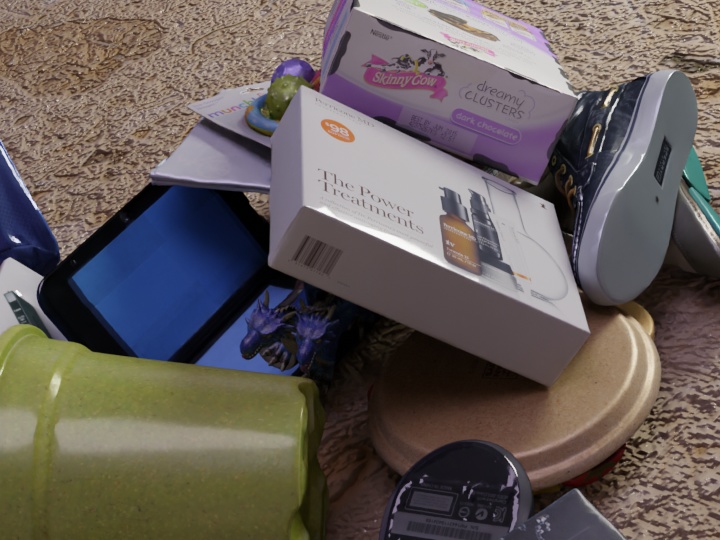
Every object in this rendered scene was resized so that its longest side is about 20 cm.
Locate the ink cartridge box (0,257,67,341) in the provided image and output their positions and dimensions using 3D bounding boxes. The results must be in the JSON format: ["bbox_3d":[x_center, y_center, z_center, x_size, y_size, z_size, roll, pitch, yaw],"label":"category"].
[{"bbox_3d":[-0.283,0.061,1.070,0.044,0.173,0.201,-46,21,30],"label":"ink cartridge box"}]

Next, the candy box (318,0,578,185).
[{"bbox_3d":[0.058,-0.152,1.086,0.166,0.072,0.200,21,21,-8],"label":"candy box"}]

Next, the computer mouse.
[{"bbox_3d":[0.039,0.189,0.831,0.137,0.053,0.201,8,55,30],"label":"computer mouse"}]

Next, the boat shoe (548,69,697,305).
[{"bbox_3d":[0.165,-0.053,1.024,0.090,0.071,0.201,-8,42,40],"label":"boat shoe"}]

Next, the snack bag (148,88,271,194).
[{"bbox_3d":[-0.042,-0.103,1.144,0.198,0.022,0.189,6,29,12],"label":"snack bag"}]

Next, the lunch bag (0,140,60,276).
[{"bbox_3d":[-0.342,-0.039,1.217,0.132,0.201,0.136,-29,-3,-20],"label":"lunch bag"}]

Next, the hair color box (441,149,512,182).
[{"bbox_3d":[0.041,-0.086,1.212,0.199,0.061,0.100,17,47,40],"label":"hair color box"}]

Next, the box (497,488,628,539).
[{"bbox_3d":[0.083,0.238,0.651,0.196,0.118,0.200,-30,44,-16],"label":"box"}]

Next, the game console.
[{"bbox_3d":[-0.099,0.015,1.083,0.170,0.119,0.200,10,43,36],"label":"game console"}]

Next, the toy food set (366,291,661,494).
[{"bbox_3d":[0.096,0.079,0.962,0.196,0.049,0.201,-11,35,12],"label":"toy food set"}]

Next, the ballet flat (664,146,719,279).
[{"bbox_3d":[0.227,-0.038,1.068,0.064,0.067,0.201,-39,28,19],"label":"ballet flat"}]

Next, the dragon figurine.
[{"bbox_3d":[-0.013,0.009,0.952,0.059,0.100,0.200,32,50,8],"label":"dragon figurine"}]

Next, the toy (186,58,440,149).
[{"bbox_3d":[-0.029,-0.126,1.114,0.115,0.048,0.199,-21,36,-35],"label":"toy"}]

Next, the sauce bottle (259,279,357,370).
[{"bbox_3d":[0.000,0.000,1.064,0.066,0.066,0.200,10,37,35],"label":"sauce bottle"}]

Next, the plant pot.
[{"bbox_3d":[-0.115,0.131,0.884,0.182,0.202,0.201,-1,35,5],"label":"plant pot"}]

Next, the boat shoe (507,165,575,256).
[{"bbox_3d":[0.133,-0.044,1.108,0.072,0.065,0.201,32,65,6],"label":"boat shoe"}]

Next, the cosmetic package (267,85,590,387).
[{"bbox_3d":[0.040,-0.024,0.938,0.199,0.052,0.151,23,28,-18],"label":"cosmetic package"}]
